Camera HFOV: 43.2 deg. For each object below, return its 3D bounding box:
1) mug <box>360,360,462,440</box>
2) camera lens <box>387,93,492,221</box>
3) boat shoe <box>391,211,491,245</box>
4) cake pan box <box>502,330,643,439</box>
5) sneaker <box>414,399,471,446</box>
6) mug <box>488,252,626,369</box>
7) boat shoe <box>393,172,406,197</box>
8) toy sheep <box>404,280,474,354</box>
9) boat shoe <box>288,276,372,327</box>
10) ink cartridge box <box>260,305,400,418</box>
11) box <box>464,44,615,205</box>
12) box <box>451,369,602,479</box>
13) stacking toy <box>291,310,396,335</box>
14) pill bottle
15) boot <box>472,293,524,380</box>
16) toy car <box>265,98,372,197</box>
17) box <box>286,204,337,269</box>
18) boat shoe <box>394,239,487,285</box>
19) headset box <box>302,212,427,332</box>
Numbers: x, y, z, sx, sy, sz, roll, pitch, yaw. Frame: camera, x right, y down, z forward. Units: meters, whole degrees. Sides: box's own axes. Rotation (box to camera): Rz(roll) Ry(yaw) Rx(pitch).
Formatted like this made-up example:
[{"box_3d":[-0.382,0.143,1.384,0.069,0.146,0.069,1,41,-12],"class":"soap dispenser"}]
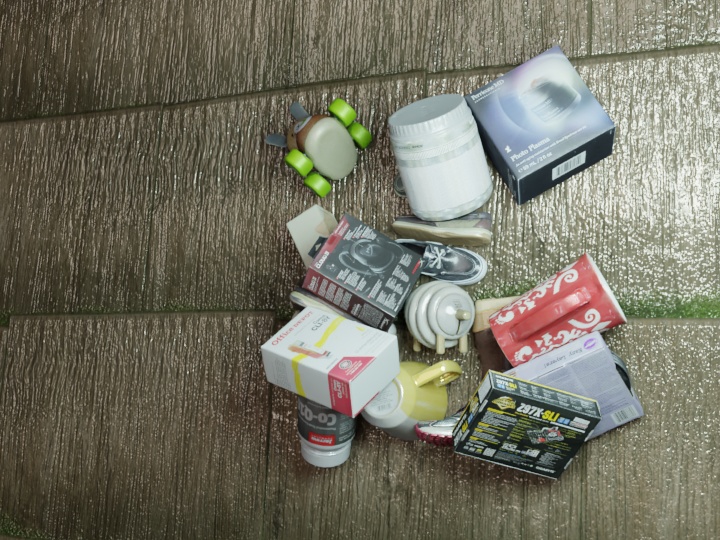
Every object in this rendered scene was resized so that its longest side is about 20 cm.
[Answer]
[{"box_3d":[0.075,0.218,1.671,0.149,0.153,0.187,31,92,27],"class":"mug"},{"box_3d":[0.147,-0.202,1.664,0.159,0.160,0.201,-8,117,22],"class":"camera lens"},{"box_3d":[0.159,-0.089,1.746,0.199,0.072,0.065,6,70,27],"class":"boat shoe"},{"box_3d":[0.358,0.210,1.536,0.199,0.184,0.052,-28,34,18],"class":"cake pan box"},{"box_3d":[0.195,0.270,1.638,0.199,0.081,0.075,-9,67,-4],"class":"sneaker"},{"box_3d":[0.318,0.066,1.525,0.199,0.177,0.134,-31,50,16],"class":"mug"},{"box_3d":[0.139,-0.220,1.781,0.200,0.062,0.073,-36,67,13],"class":"boat shoe"},{"box_3d":[0.147,0.085,1.671,0.200,0.137,0.139,-2,76,60],"class":"toy sheep"},{"box_3d":[-0.034,0.067,1.698,0.199,0.075,0.074,25,76,2],"class":"boat shoe"},{"box_3d":[-0.053,0.154,1.587,0.199,0.145,0.084,17,129,32],"class":"ink cartridge box"},{"box_3d":[0.322,-0.264,1.654,0.199,0.123,0.199,-29,68,1],"class":"box"},{"box_3d":[0.273,0.259,1.511,0.199,0.049,0.160,16,123,-11],"class":"box"},{"box_3d":[-0.028,0.136,1.766,0.199,0.146,0.147,-10,75,5],"class":"stacking toy"},{"box_3d":[-0.061,0.261,1.700,0.113,0.114,0.201,19,123,26],"class":"pill bottle"},{"box_3d":[0.305,0.125,1.648,0.199,0.072,0.167,-9,88,21],"class":"boot"},{"box_3d":[-0.109,-0.277,1.867,0.200,0.158,0.164,35,83,38],"class":"toy car"},{"box_3d":[-0.062,-0.022,1.815,0.078,0.095,0.201,-32,70,14],"class":"box"},{"box_3d":[0.141,-0.022,1.737,0.199,0.068,0.072,16,86,26],"class":"boat shoe"},{"box_3d":[0.000,0.000,1.672,0.199,0.077,0.149,29,55,4],"class":"headset box"}]
